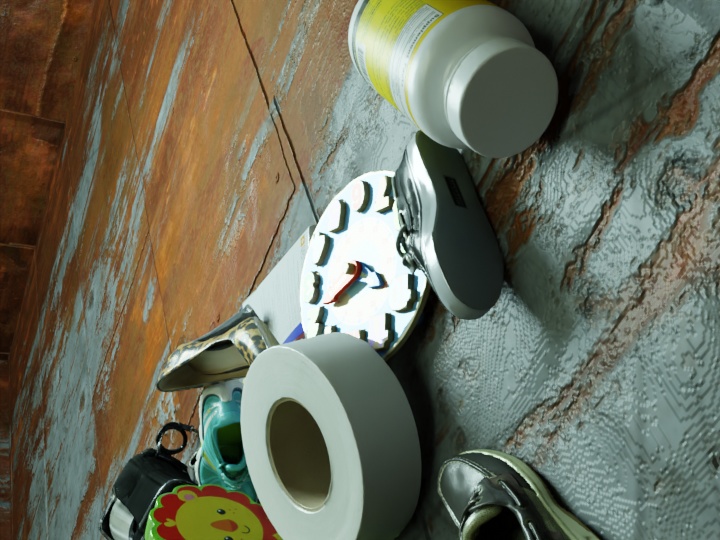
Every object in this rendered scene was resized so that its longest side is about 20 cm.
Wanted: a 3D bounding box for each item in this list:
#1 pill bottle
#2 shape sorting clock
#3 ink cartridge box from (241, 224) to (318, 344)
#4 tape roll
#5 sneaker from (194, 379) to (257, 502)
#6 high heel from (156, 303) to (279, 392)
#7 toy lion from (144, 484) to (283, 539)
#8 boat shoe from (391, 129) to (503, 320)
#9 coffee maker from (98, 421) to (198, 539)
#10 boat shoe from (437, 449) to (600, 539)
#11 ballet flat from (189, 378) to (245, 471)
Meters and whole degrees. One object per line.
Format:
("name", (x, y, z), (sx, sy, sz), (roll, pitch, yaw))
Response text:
("pill bottle", (0.073, -0.169, 0.757), (0.200, 0.111, 0.114), (52, 129, 53))
("shape sorting clock", (0.000, 0.000, 0.908), (0.199, 0.039, 0.204), (-16, 69, 48))
("ink cartridge box", (-0.074, 0.084, 1.059), (0.200, 0.046, 0.201), (-47, 45, 52))
("tape roll", (-0.032, 0.163, 0.865), (0.201, 0.070, 0.206), (16, 111, 49))
("sneaker", (-0.157, 0.226, 1.099), (0.080, 0.076, 0.203), (-123, 26, -55))
("high heel", (-0.153, 0.111, 1.010), (0.142, 0.072, 0.200), (-37, 19, -8))
("toy lion", (-0.115, 0.282, 0.928), (0.200, 0.189, 0.070), (45, 122, 56))
("boat shoe", (0.062, -0.030, 0.784), (0.068, 0.073, 0.201), (-52, 40, 38))
("coffee maker", (-0.266, 0.316, 1.276), (0.199, 0.133, 0.196), (-1, 82, 62))
("boat shoe", (0.103, 0.184, 0.665), (0.200, 0.065, 0.073), (34, 114, 60))
("ballet flat", (-0.164, 0.204, 1.187), (0.201, 0.056, 0.067), (-61, 35, 36))
